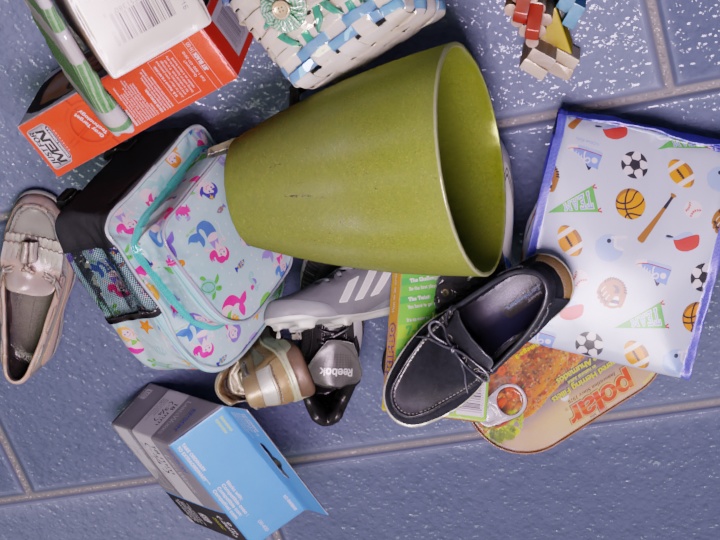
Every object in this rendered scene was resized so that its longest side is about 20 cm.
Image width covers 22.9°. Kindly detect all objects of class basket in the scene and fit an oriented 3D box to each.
[{"bbox_3d":[-0.033,-0.263,1.424,0.176,0.139,0.201,-33,78,26],"label":"basket"}]

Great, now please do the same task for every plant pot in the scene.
[{"bbox_3d":[-0.003,-0.078,1.443,0.199,0.187,0.188,-7,122,20],"label":"plant pot"}]

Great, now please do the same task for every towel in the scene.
[{"bbox_3d":[-0.244,-0.207,1.381,0.023,0.153,0.200,-31,124,-8],"label":"towel"}]

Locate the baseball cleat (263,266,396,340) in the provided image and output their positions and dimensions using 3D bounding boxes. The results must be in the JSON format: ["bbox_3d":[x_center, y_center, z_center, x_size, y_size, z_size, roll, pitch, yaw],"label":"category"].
[{"bbox_3d":[0.000,0.000,1.588,0.199,0.070,0.107,-7,87,-28],"label":"baseball cleat"}]

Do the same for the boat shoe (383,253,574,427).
[{"bbox_3d":[0.092,0.059,1.478,0.200,0.062,0.075,-40,80,18],"label":"boat shoe"}]

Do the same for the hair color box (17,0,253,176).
[{"bbox_3d":[-0.191,-0.167,1.526,0.199,0.102,0.061,-27,117,24],"label":"hair color box"}]

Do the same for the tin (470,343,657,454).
[{"bbox_3d":[0.185,0.087,1.612,0.200,0.042,0.112,-31,87,-3],"label":"tin"}]

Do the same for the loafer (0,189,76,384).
[{"bbox_3d":[-0.313,0.021,1.695,0.072,0.063,0.201,12,125,3],"label":"loafer"}]

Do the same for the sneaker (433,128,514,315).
[{"bbox_3d":[0.103,-0.027,1.542,0.072,0.072,0.201,2,93,22],"label":"sneaker"}]

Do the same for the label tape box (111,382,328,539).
[{"bbox_3d":[-0.140,0.191,1.712,0.144,0.063,0.200,54,157,-24],"label":"label tape box"}]

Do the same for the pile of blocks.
[{"bbox_3d":[0.142,-0.238,1.444,0.082,0.062,0.200,-18,119,21],"label":"pile of blocks"}]

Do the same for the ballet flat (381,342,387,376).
[{"bbox_3d":[0.116,0.080,1.658,0.199,0.073,0.073,1,124,12],"label":"ballet flat"}]

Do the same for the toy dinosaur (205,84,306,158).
[{"bbox_3d":[-0.031,-0.119,1.542,0.199,0.047,0.089,12,88,-24],"label":"toy dinosaur"}]

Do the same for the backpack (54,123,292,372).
[{"bbox_3d":[-0.151,-0.012,1.572,0.150,0.178,0.201,1,129,36],"label":"backpack"}]

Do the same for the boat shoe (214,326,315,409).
[{"bbox_3d":[-0.100,0.094,1.633,0.076,0.200,0.072,-24,92,-11],"label":"boat shoe"}]

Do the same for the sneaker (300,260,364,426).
[{"bbox_3d":[-0.024,0.063,1.651,0.066,0.091,0.201,1,126,-9],"label":"sneaker"}]

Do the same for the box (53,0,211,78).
[{"bbox_3d":[-0.197,-0.230,1.417,0.095,0.200,0.078,-31,117,-5],"label":"box"}]

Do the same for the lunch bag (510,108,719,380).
[{"bbox_3d":[0.227,-0.028,1.530,0.169,0.124,0.201,12,101,4],"label":"lunch bag"}]

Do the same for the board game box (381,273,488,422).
[{"bbox_3d":[0.073,0.029,1.567,0.095,0.201,0.030,9,172,-24],"label":"board game box"}]
